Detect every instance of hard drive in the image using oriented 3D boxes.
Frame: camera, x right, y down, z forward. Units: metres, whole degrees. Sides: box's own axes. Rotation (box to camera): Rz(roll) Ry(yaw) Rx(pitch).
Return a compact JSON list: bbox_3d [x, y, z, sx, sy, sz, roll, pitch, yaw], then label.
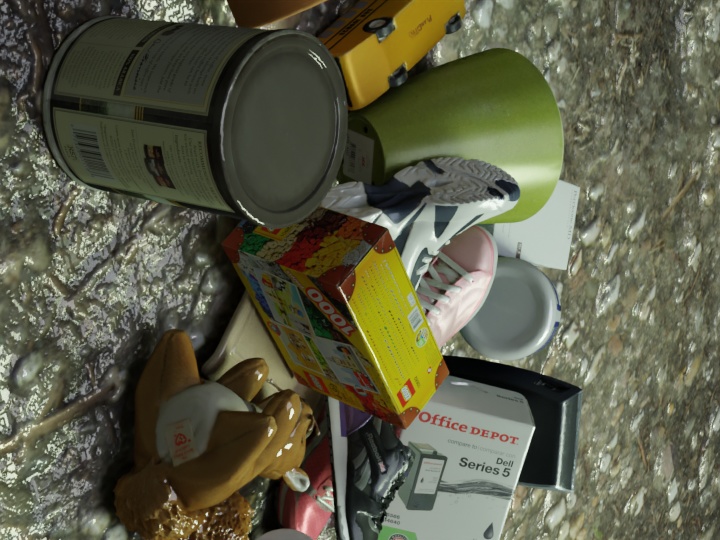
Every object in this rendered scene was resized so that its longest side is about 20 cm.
[{"bbox_3d":[0.158,0.178,1.473,0.042,0.199,0.137,-8,105,-51],"label":"hard drive"}]

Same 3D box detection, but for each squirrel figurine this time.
[{"bbox_3d":[-0.127,0.176,1.172,0.201,0.141,0.186,-60,155,2],"label":"squirrel figurine"}]

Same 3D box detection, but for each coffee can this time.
[{"bbox_3d":[-0.131,-0.121,0.998,0.146,0.199,0.148,-20,116,-49],"label":"coffee can"}]

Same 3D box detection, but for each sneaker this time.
[{"bbox_3d":[0.057,-0.029,1.238,0.197,0.080,0.130,-16,134,-15],"label":"sneaker"},{"bbox_3d":[-0.021,0.204,1.334,0.074,0.086,0.202,44,64,-48],"label":"sneaker"},{"bbox_3d":[0.067,0.037,1.315,0.201,0.075,0.105,-54,160,5],"label":"sneaker"},{"bbox_3d":[0.014,0.209,1.267,0.076,0.087,0.202,86,-1,-72],"label":"sneaker"}]

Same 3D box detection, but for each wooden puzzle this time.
[{"bbox_3d":[-0.066,0.052,1.279,0.201,0.037,0.185,-61,141,-15],"label":"wooden puzzle"}]

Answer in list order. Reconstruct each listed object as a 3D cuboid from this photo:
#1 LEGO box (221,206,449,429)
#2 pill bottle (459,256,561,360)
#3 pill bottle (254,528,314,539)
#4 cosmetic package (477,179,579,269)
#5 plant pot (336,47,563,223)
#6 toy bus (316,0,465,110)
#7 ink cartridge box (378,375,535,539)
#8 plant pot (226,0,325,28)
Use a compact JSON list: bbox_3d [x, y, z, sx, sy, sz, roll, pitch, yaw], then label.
[{"bbox_3d":[-0.020,0.037,1.179,0.077,0.148,0.201,-49,136,-25],"label":"LEGO box"},{"bbox_3d":[0.178,0.047,1.492,0.200,0.115,0.117,15,87,-78],"label":"pill bottle"},{"bbox_3d":[-0.060,0.336,1.258,0.113,0.112,0.201,-56,155,-27],"label":"pill bottle"},{"bbox_3d":[0.183,-0.067,1.539,0.199,0.081,0.114,6,93,-53],"label":"cosmetic package"},{"bbox_3d":[0.075,-0.127,1.320,0.198,0.186,0.189,-13,111,-34],"label":"plant pot"},{"bbox_3d":[0.027,-0.240,1.281,0.200,0.078,0.066,-47,133,-35],"label":"toy bus"},{"bbox_3d":[0.094,0.227,1.406,0.084,0.144,0.202,-92,-164,-73],"label":"ink cartridge box"},{"bbox_3d":[-0.047,-0.315,1.083,0.200,0.199,0.141,-43,114,-38],"label":"plant pot"}]
